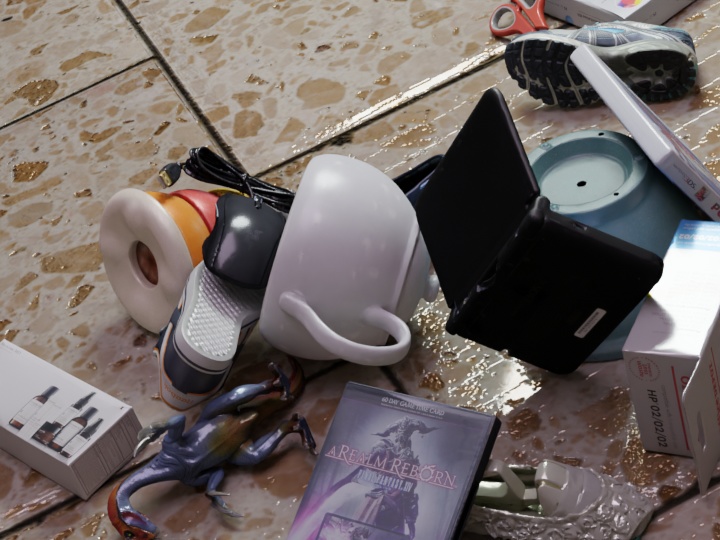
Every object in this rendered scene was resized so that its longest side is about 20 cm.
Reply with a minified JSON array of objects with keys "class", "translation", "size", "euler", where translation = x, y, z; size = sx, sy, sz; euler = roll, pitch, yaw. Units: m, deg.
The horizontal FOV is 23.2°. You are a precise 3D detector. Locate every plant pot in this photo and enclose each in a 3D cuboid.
[{"class":"plant pot","translation":[0.204,-0.037,1.540],"size":[0.199,0.135,0.201],"euler":[-12,38,10]}]

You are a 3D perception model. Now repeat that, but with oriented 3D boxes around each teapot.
[{"class":"teapot","translation":[0.000,0.000,1.566],"size":[0.145,0.198,0.201],"euler":[18,75,2]}]

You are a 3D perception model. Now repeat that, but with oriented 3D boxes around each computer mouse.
[{"class":"computer mouse","translation":[-0.126,-0.062,1.626],"size":[0.140,0.046,0.200],"euler":[24,28,-3]}]

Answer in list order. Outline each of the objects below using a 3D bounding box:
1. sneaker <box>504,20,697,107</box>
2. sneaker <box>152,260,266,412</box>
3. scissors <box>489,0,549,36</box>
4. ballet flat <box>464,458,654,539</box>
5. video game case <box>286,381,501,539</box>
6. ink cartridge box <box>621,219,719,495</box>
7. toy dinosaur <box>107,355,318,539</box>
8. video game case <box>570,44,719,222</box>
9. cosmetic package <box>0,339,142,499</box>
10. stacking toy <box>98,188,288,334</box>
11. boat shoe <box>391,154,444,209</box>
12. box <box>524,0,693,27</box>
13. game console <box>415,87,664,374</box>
[{"class":"sneaker","translation":[0.249,-0.219,1.803],"size":[0.198,0.078,0.087],"euler":[6,36,13]},{"class":"sneaker","translation":[-0.139,0.053,1.584],"size":[0.078,0.080,0.200],"euler":[31,28,-2]},{"class":"scissors","translation":[0.198,-0.257,1.884],"size":[0.073,0.014,0.200],"euler":[-54,38,11]},{"class":"ballet flat","translation":[0.126,0.176,1.368],"size":[0.199,0.072,0.072],"euler":[0,41,23]},{"class":"video game case","translation":[0.015,0.193,1.368],"size":[0.142,0.019,0.201],"euler":[10,71,33]},{"class":"ink cartridge box","translation":[0.265,0.067,1.399],"size":[0.067,0.116,0.200],"euler":[5,44,28]},{"class":"toy dinosaur","translation":[-0.130,0.165,1.515],"size":[0.181,0.106,0.200],"euler":[-28,-1,10]},{"class":"video game case","translation":[0.280,-0.101,1.557],"size":[0.023,0.182,0.200],"euler":[-43,36,13]},{"class":"cosmetic package","translation":[-0.292,0.133,1.613],"size":[0.199,0.051,0.082],"euler":[21,52,40]},{"class":"stacking toy","translation":[-0.143,-0.034,1.722],"size":[0.199,0.147,0.146],"euler":[-23,33,-37]},{"class":"boat shoe","translation":[0.003,-0.060,1.708],"size":[0.199,0.069,0.084],"euler":[-28,38,-9]},{"class":"box","translation":[0.280,-0.330,1.945],"size":[0.156,0.041,0.200],"euler":[-36,40,-21]},{"class":"game console","translation":[0.141,-0.027,1.442],"size":[0.175,0.200,0.117],"euler":[21,58,-7]}]
